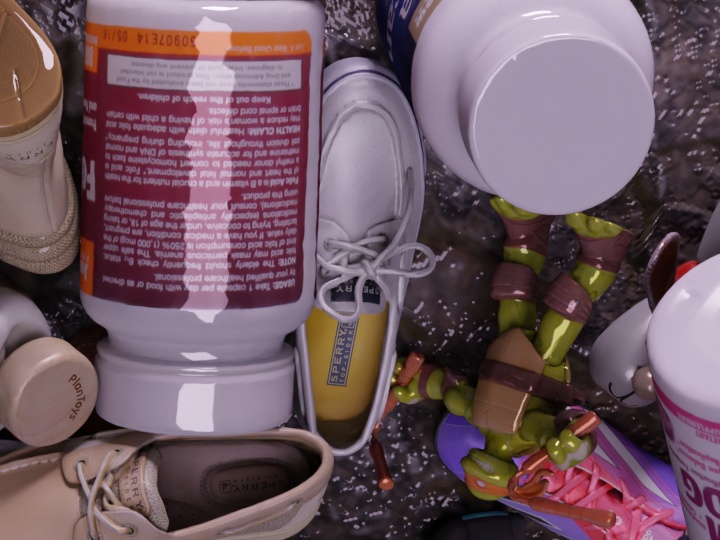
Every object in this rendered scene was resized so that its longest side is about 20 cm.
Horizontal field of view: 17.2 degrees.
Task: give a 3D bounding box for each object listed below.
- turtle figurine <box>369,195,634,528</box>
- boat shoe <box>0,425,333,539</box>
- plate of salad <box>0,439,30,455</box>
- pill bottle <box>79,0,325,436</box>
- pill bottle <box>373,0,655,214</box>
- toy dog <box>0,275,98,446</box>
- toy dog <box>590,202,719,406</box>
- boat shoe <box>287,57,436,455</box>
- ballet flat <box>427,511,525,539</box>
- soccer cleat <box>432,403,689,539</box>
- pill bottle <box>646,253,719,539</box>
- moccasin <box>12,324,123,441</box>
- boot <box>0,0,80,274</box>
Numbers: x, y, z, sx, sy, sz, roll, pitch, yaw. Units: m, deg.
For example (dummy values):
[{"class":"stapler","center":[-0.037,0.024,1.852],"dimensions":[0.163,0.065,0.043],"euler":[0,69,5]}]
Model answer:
[{"class":"turtle figurine","center":[0.087,0.050,1.187],"dimensions":[0.064,0.200,0.162],"euler":[18,89,-33]},{"class":"boat shoe","center":[-0.111,0.105,1.123],"dimensions":[0.198,0.065,0.073],"euler":[-6,71,-14]},{"class":"plate of salad","center":[-0.181,0.183,1.169],"dimensions":[0.198,0.048,0.202],"euler":[0,90,1]},{"class":"pill bottle","center":[-0.076,-0.030,1.126],"dimensions":[0.113,0.114,0.202],"euler":[1,100,-9]},{"class":"pill bottle","center":[0.072,-0.100,1.092],"dimensions":[0.110,0.200,0.112],"euler":[-3,113,-7]},{"class":"toy dog","center":[-0.215,0.056,1.093],"dimensions":[0.131,0.200,0.097],"euler":[13,134,33]},{"class":"toy dog","center":[0.204,-0.002,1.201],"dimensions":[0.131,0.096,0.201],"euler":[15,110,-14]},{"class":"boat shoe","center":[-0.005,0.001,1.185],"dimensions":[0.074,0.086,0.203],"euler":[5,112,-11]},{"class":"ballet flat","center":[0.096,0.218,1.304],"dimensions":[0.068,0.068,0.201],"euler":[-24,115,-7]},{"class":"soccer cleat","center":[0.131,0.122,1.263],"dimensions":[0.199,0.073,0.068],"euler":[26,108,-17]},{"class":"pill bottle","center":[0.209,0.096,1.158],"dimensions":[0.113,0.114,0.201],"euler":[-19,129,0]},{"class":"moccasin","center":[-0.164,0.119,1.212],"dimensions":[0.073,0.078,0.202],"euler":[35,108,3]},{"class":"boot","center":[-0.197,-0.102,1.111],"dimensions":[0.073,0.200,0.156],"euler":[-35,157,-17]}]
